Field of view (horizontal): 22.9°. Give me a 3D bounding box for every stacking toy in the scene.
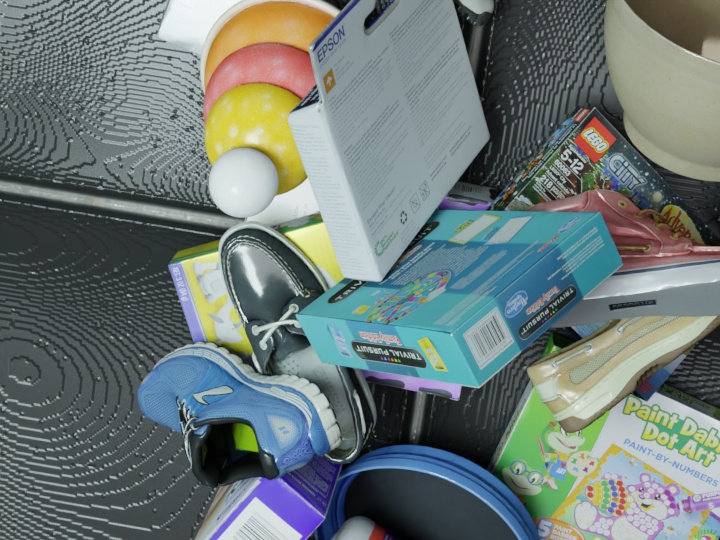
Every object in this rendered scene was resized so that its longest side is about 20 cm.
[{"bbox_3d":[-0.071,-0.104,1.301,0.145,0.200,0.147,7,123,11],"label":"stacking toy"}]

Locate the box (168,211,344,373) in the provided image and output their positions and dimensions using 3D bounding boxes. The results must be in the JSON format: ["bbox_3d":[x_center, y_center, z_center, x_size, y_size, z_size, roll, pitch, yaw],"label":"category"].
[{"bbox_3d":[-0.039,0.018,1.405,0.199,0.048,0.118,-16,103,8],"label":"box"}]

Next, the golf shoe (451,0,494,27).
[{"bbox_3d":[0.070,-0.288,1.377,0.094,0.078,0.201,-26,101,11],"label":"golf shoe"}]

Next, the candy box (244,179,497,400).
[{"bbox_3d":[0.000,0.000,1.458,0.199,0.072,0.169,11,105,2],"label":"candy box"}]

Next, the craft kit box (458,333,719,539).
[{"bbox_3d":[0.210,0.183,1.497,0.199,0.049,0.198,24,102,0],"label":"craft kit box"}]

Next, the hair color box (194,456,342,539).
[{"bbox_3d":[-0.071,0.181,1.442,0.065,0.200,0.109,41,104,-4],"label":"hair color box"}]

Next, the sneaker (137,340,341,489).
[{"bbox_3d":[-0.110,0.112,1.345,0.199,0.089,0.079,9,124,46],"label":"sneaker"}]

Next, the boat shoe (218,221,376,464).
[{"bbox_3d":[-0.048,0.056,1.361,0.075,0.060,0.200,-31,101,14],"label":"boat shoe"}]

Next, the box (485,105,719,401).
[{"bbox_3d":[0.200,-0.013,1.411,0.200,0.038,0.137,43,86,-17],"label":"box"}]

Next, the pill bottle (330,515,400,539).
[{"bbox_3d":[0.046,0.295,1.439,0.200,0.112,0.113,35,105,0],"label":"pill bottle"}]

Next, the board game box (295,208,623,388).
[{"bbox_3d":[0.068,0.015,1.280,0.151,0.200,0.047,-37,111,-26],"label":"board game box"}]

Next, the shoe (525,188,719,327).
[{"bbox_3d":[0.220,-0.016,1.328,0.199,0.072,0.092,-6,66,7],"label":"shoe"}]

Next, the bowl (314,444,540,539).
[{"bbox_3d":[0.059,0.230,1.485,0.200,0.039,0.201,14,128,18],"label":"bowl"}]

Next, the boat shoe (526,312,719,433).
[{"bbox_3d":[0.217,0.038,1.371,0.200,0.072,0.076,-37,89,-11],"label":"boat shoe"}]

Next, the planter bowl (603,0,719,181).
[{"bbox_3d":[0.271,-0.155,1.345,0.199,0.201,0.135,14,132,2],"label":"planter bowl"}]

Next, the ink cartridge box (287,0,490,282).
[{"bbox_3d":[0.019,-0.129,1.314,0.040,0.200,0.201,6,129,31],"label":"ink cartridge box"}]

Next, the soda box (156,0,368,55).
[{"bbox_3d":[-0.056,-0.182,1.420,0.199,0.068,0.064,23,107,0],"label":"soda box"}]
